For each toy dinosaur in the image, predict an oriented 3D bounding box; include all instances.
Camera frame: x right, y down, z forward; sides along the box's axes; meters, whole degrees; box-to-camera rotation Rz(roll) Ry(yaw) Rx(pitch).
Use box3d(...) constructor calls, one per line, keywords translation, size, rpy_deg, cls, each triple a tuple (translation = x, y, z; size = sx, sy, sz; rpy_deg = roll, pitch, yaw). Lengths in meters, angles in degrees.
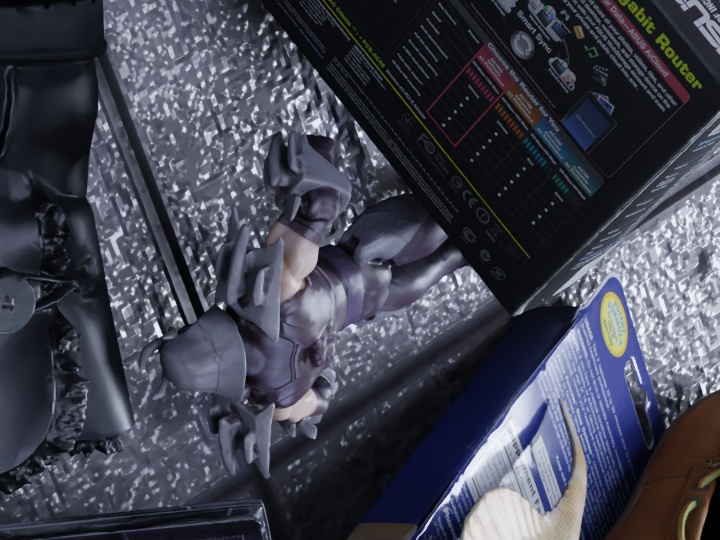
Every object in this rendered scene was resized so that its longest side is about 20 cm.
box3d(translation=(0.061, 0.121, 1.030), size=(0.200, 0.058, 0.101), rpy_deg=(-36, 117, -53), cls="toy dinosaur")

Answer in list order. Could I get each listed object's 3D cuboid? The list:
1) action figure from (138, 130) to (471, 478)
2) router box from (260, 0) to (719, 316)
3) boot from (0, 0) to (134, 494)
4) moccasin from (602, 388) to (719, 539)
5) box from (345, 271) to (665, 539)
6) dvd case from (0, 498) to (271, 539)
box3d(translation=(0.000, 0.000, 1.042), size=(0.200, 0.069, 0.130), rpy_deg=(-26, 149, -31), cls="action figure")
box3d(translation=(0.044, -0.105, 0.961), size=(0.062, 0.150, 0.200), rpy_deg=(-33, 81, -38), cls="router box")
box3d(translation=(-0.161, -0.002, 0.933), size=(0.200, 0.076, 0.168), rpy_deg=(-10, 102, -41), cls="boot")
box3d(translation=(0.145, 0.104, 1.143), size=(0.201, 0.078, 0.074), rpy_deg=(-36, 118, -54), cls="moccasin")
box3d(translation=(0.067, 0.099, 1.122), size=(0.200, 0.032, 0.121), rpy_deg=(-47, 126, -47), cls="box")
box3d(translation=(-0.091, 0.169, 0.986), size=(0.149, 0.016, 0.200), rpy_deg=(-6, 120, 6), cls="dvd case")
